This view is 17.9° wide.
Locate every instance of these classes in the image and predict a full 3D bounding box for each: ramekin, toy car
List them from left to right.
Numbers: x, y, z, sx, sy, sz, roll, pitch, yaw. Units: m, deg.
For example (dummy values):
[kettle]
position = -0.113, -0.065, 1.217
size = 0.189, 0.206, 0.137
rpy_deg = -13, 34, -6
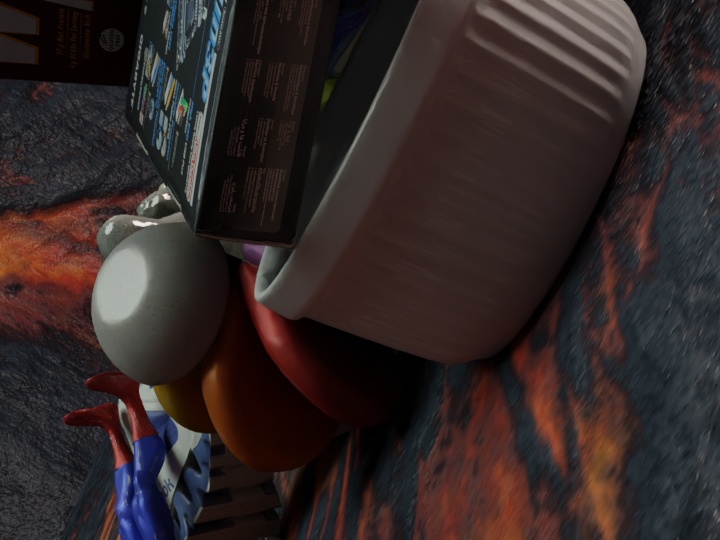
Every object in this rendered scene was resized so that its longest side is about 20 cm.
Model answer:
[toy car]
position = -0.022, 0.007, 1.145
size = 0.150, 0.174, 0.201
rpy_deg = 33, 98, 48
[ramekin]
position = 0.042, -0.056, 0.996
size = 0.201, 0.105, 0.200
rpy_deg = -62, 8, 16

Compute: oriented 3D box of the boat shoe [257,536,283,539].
[boat shoe]
position = -0.091, 0.221, 1.155
size = 0.201, 0.064, 0.072
rpy_deg = -64, 6, 0

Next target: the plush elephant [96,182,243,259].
[plush elephant]
position = -0.107, 0.014, 1.633
size = 0.200, 0.165, 0.155
rpy_deg = -36, 6, -32

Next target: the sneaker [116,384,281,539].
[sneaker]
position = -0.090, 0.073, 1.312
size = 0.115, 0.080, 0.201
rpy_deg = 42, 125, 42

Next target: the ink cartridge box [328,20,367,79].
[ink cartridge box]
position = -0.021, -0.142, 1.261
size = 0.200, 0.116, 0.068
rpy_deg = -52, 17, 18

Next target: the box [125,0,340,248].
[box]
position = -0.050, -0.131, 0.953
size = 0.159, 0.046, 0.201
rpy_deg = -129, 47, -63

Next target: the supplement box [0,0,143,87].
[supplement box]
position = -0.156, -0.188, 1.118
size = 0.198, 0.198, 0.134
rpy_deg = -99, 14, -64

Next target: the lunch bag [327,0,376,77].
[lunch bag]
position = -0.009, -0.157, 1.044
size = 0.151, 0.093, 0.201
rpy_deg = 134, 149, -68

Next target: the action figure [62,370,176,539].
[action figure]
position = -0.136, 0.160, 1.257
size = 0.201, 0.098, 0.065
rpy_deg = 64, 145, 23
